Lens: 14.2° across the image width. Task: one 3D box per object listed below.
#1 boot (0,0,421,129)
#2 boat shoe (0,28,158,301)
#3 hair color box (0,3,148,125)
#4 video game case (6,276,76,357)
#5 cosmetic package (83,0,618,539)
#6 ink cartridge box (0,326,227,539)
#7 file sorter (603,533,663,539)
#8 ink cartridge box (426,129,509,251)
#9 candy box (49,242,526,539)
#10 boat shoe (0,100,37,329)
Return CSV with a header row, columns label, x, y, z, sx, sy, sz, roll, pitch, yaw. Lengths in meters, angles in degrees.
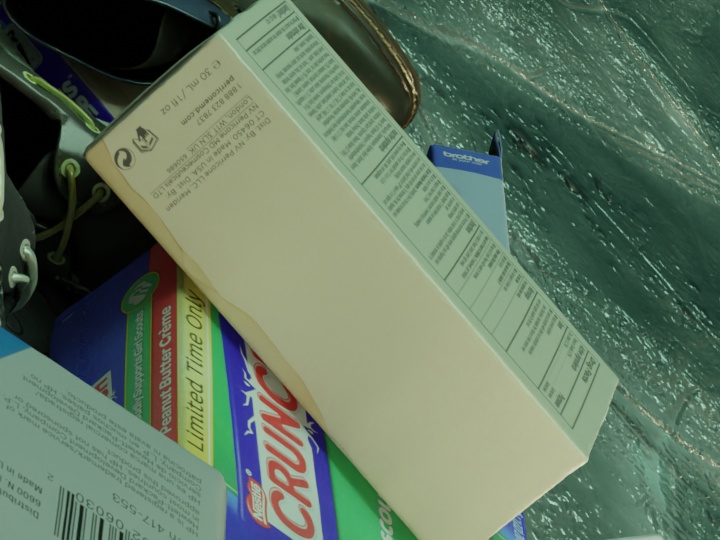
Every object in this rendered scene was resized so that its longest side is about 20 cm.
label,x,y,z,sx,sy,sz,roll,pitch,yaw
boot,-0.064,-0.090,1.155,0.199,0.075,0.097,31,36,-17
boat shoe,-0.124,-0.035,1.099,0.201,0.072,0.061,39,19,3
hair color box,-0.076,-0.026,1.181,0.200,0.065,0.109,47,21,6
video game case,-0.092,0.033,1.156,0.143,0.018,0.200,54,22,19
cosmetic package,0.000,0.000,1.056,0.200,0.073,0.104,50,18,-3
ink cartridge box,-0.113,0.095,0.687,0.146,0.086,0.200,35,27,-20
file sorter,0.042,0.192,0.870,0.138,0.124,0.201,1,71,-53
ink cartridge box,0.036,0.027,1.273,0.042,0.120,0.200,12,28,-4
candy box,-0.022,0.105,1.047,0.200,0.077,0.169,40,25,-27
boat shoe,-0.143,-0.016,1.015,0.060,0.074,0.201,-3,62,-31
